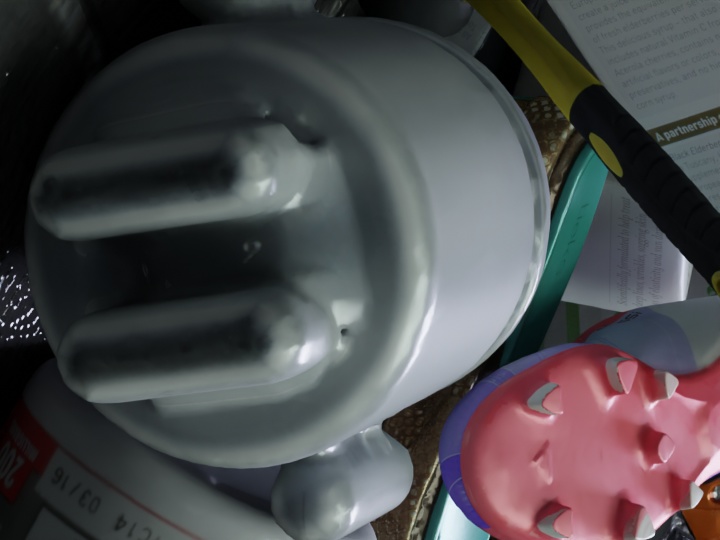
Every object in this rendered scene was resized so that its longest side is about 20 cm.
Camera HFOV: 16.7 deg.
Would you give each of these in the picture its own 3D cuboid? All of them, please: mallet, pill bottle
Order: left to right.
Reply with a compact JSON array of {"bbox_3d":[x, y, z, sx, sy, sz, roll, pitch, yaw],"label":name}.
[{"bbox_3d":[-0.089,0.136,0.712,0.200,0.114,0.114,-60,166,6],"label":"pill bottle"},{"bbox_3d":[0.062,-0.060,0.703,0.041,0.200,0.066,-19,136,-26],"label":"mallet"}]

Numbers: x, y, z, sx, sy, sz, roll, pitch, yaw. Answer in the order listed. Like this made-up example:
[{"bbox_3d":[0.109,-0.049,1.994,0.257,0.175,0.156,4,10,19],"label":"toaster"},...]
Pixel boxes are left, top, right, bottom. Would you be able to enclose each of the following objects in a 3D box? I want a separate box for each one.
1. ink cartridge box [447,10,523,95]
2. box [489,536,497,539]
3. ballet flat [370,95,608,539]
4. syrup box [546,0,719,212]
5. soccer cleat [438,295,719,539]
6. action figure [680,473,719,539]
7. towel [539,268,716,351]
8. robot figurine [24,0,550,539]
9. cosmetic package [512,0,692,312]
[{"bbox_3d":[0.000,0.000,0.895,0.200,0.043,0.198,-57,167,-3],"label":"ink cartridge box"},{"bbox_3d":[0.056,0.185,1.017,0.163,0.021,0.200,45,-61,60],"label":"box"},{"bbox_3d":[0.024,0.035,0.808,0.071,0.065,0.200,-4,113,-69],"label":"ballet flat"},{"bbox_3d":[0.118,-0.096,0.779,0.081,0.200,0.079,-16,-155,48],"label":"syrup box"},{"bbox_3d":[0.080,0.046,0.785,0.200,0.076,0.067,-15,102,-48],"label":"soccer cleat"},{"bbox_3d":[0.171,0.044,1.038,0.200,0.193,0.105,-45,179,9],"label":"action figure"},{"bbox_3d":[0.118,-0.015,0.979,0.200,0.023,0.153,-30,-131,43],"label":"towel"},{"bbox_3d":[-0.015,-0.012,0.665,0.200,0.113,0.170,-17,102,-69],"label":"robot figurine"},{"bbox_3d":[0.108,-0.093,0.898,0.102,0.074,0.200,79,25,-63],"label":"cosmetic package"}]
